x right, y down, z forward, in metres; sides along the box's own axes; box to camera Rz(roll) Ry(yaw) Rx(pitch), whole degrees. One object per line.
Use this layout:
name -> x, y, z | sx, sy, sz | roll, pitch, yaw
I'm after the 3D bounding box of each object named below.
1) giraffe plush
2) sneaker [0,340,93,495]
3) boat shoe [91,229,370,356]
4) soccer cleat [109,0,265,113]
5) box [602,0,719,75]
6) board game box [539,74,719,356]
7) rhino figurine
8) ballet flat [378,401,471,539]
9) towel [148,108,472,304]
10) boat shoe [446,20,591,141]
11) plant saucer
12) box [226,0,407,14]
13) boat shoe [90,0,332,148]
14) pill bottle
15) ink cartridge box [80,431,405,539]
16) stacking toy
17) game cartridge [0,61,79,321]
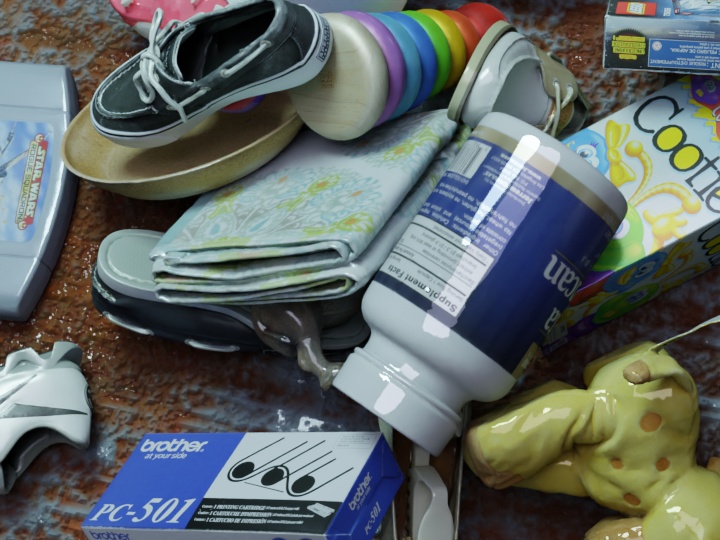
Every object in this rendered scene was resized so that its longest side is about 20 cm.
giraffe plush -> 0.181, 0.138, 1.175 | 0.199, 0.172, 0.163 | -25, 88, 32
sneaker -> -0.284, 0.121, 1.294 | 0.199, 0.074, 0.089 | -18, 68, 3
boat shoe -> -0.092, 0.024, 1.303 | 0.199, 0.060, 0.076 | 18, 50, -4
soccer cleat -> -0.114, -0.169, 1.333 | 0.067, 0.076, 0.200 | -55, 49, 7
box -> 0.241, -0.182, 1.265 | 0.136, 0.200, 0.040 | 5, 115, 10
board game box -> 0.188, -0.043, 1.261 | 0.199, 0.103, 0.105 | -28, 70, -1
rhino figurine -> 0.000, 0.000, 1.275 | 0.087, 0.060, 0.200 | 41, 53, 6
ballet flat -> 0.047, 0.125, 1.218 | 0.067, 0.062, 0.202 | -1, 92, -16
towel -> -0.033, -0.042, 1.247 | 0.170, 0.048, 0.200 | -4, 30, 31
boat shoe -> 0.114, -0.121, 1.252 | 0.068, 0.200, 0.075 | 30, 105, 12
plant saucer -> -0.116, -0.104, 1.322 | 0.199, 0.036, 0.201 | -14, 31, 9
box -> -0.054, -0.266, 1.325 | 0.124, 0.098, 0.200 | -2, 45, -36
boat shoe -> -0.116, -0.135, 1.226 | 0.198, 0.068, 0.074 | -10, 71, 35
pill bottle -> 0.071, 0.012, 1.153 | 0.111, 0.111, 0.201 | 33, 87, 18
ink cartridge box -> -0.079, 0.152, 1.207 | 0.199, 0.044, 0.094 | -4, 36, 33
stacking toy -> 0.041, -0.151, 1.290 | 0.199, 0.086, 0.085 | -21, 61, -46
game cartridge -> -0.280, -0.064, 1.378 | 0.132, 0.042, 0.201 | 3, 72, 14
